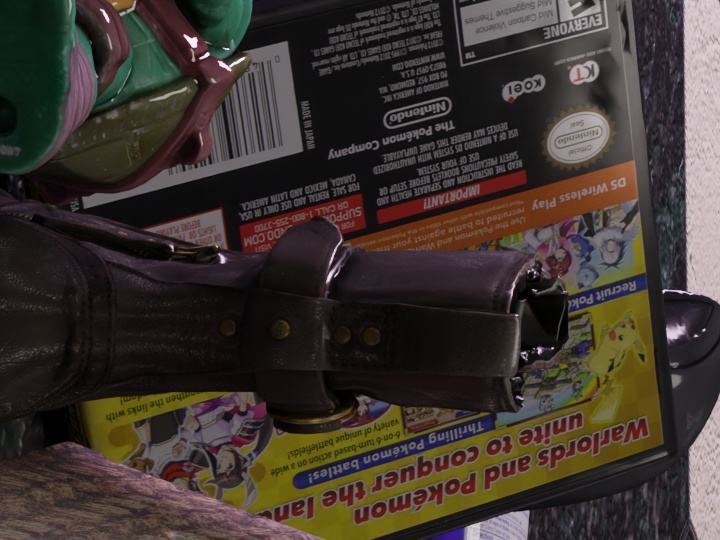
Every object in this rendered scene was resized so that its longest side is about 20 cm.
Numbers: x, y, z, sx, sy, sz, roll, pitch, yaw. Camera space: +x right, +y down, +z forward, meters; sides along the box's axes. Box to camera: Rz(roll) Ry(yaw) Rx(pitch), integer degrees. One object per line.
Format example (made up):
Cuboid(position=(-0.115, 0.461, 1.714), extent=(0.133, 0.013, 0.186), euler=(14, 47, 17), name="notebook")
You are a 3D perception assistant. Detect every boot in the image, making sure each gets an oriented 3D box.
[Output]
Cuboid(position=(-0.034, 0.015, 0.712), extent=(0.200, 0.174, 0.069), euler=(-69, 159, -84), name="boot")

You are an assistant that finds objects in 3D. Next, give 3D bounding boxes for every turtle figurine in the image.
Cuboid(position=(-0.069, -0.065, 0.660), extent=(0.101, 0.150, 0.200), euler=(59, 25, -6), name="turtle figurine")

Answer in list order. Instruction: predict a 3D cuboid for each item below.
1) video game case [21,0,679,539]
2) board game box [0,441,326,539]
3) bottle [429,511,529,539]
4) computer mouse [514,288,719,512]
Cuboid(position=(0.000, 0.000, 0.866), extent=(0.026, 0.200, 0.181), euler=(30, -48, 61), name="video game case")
Cuboid(position=(-0.045, 0.164, 0.666), extent=(0.097, 0.159, 0.200), euler=(-13, 119, -69), name="board game box")
Cuboid(position=(0.032, 0.080, 1.084), extent=(0.084, 0.065, 0.200), euler=(42, 50, -64), name="bottle")
Cuboid(position=(0.043, 0.076, 0.958), extent=(0.200, 0.046, 0.140), euler=(-2, 125, -33), name="computer mouse")
